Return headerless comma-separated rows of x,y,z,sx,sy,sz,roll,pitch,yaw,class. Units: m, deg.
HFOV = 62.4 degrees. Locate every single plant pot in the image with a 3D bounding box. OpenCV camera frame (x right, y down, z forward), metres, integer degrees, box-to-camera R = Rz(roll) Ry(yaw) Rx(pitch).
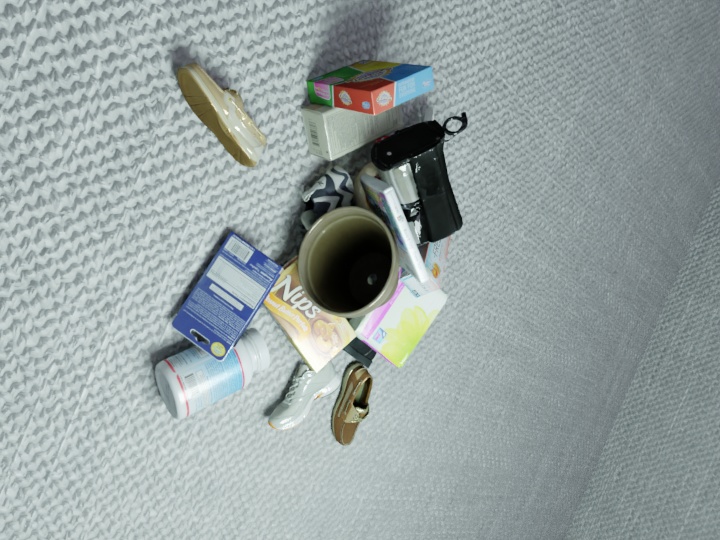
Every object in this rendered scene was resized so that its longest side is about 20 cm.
0.000,0.000,1.158,0.205,0.196,0.173,-62,155,-2,plant pot

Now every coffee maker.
0.134,-0.166,1.147,0.137,0.186,0.203,-77,151,-44,coffee maker

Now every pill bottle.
-0.271,0.184,1.108,0.196,0.107,0.112,-23,121,-34,pill bottle

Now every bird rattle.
0.055,-0.177,1.243,0.161,0.112,0.204,-34,133,-21,bird rattle

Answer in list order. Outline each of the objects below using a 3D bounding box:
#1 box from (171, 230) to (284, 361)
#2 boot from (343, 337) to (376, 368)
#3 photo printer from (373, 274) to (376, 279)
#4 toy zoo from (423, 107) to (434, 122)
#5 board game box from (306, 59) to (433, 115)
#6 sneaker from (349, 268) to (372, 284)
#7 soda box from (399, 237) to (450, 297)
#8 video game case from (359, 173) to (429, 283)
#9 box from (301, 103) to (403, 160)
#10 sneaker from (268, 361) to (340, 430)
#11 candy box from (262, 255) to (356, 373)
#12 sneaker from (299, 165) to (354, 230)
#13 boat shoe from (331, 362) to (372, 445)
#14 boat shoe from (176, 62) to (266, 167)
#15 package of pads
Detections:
-0.242,0.048,1.083,0.203,0.119,0.032,-57,178,-9,box
0.015,0.121,1.369,0.165,0.072,0.198,-56,141,-7,boot
0.101,-0.056,1.371,0.198,0.069,0.170,-36,121,-26,photo printer
0.148,-0.258,1.294,0.204,0.020,0.134,-76,162,-44,toy zoo
0.015,-0.341,1.094,0.151,0.198,0.041,-31,126,-29,board game box
-0.069,0.033,1.272,0.199,0.075,0.118,-39,117,-27,sneaker
0.142,-0.045,1.261,0.064,0.067,0.204,44,42,-26,soda box
0.061,-0.086,1.129,0.023,0.200,0.186,-25,109,-5,video game case
-0.012,-0.300,1.169,0.197,0.077,0.098,-30,125,-30,box
-0.133,0.257,1.299,0.199,0.074,0.094,-39,122,-34,sneaker
-0.110,0.087,1.191,0.115,0.055,0.202,-39,102,-16,candy box
-0.062,-0.096,1.212,0.127,0.079,0.203,-31,135,-17,sneaker
-0.016,0.326,1.422,0.074,0.073,0.207,-2,108,-41,boat shoe
-0.227,-0.269,0.999,0.070,0.072,0.202,-57,136,-24,boat shoe
0.085,0.090,1.302,0.153,0.068,0.203,38,84,-24,package of pads
